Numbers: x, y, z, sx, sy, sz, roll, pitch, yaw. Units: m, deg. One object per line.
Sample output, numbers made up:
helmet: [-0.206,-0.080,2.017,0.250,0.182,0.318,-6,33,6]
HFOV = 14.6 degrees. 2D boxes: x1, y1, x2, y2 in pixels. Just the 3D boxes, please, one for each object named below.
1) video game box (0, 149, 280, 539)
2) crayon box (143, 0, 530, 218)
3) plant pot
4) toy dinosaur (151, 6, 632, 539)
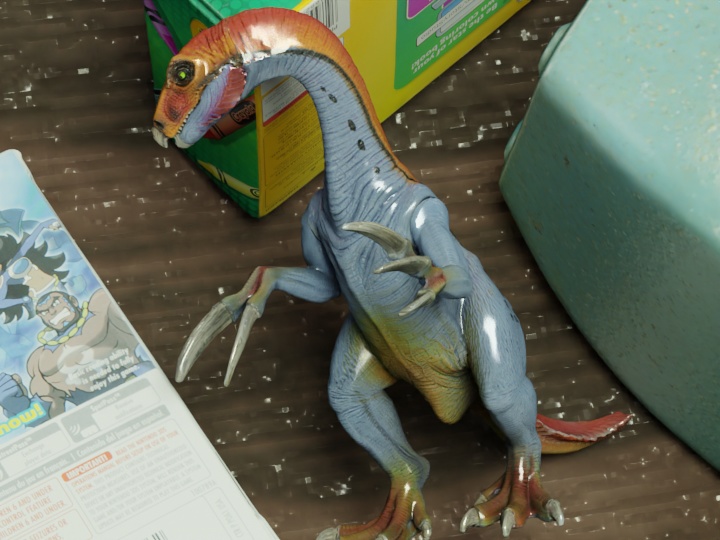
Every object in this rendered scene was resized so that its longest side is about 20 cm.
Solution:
video game box: [-0.153,0.075,0.883,0.199,0.047,0.183,-27,61,-16]
crayon box: [0.018,-0.120,0.956,0.200,0.119,0.058,-40,71,-18]
plant pot: [0.161,-0.039,0.939,0.199,0.196,0.197,32,72,6]
toy dinosaur: [0.000,0.000,0.900,0.104,0.200,0.183,-9,99,21]
